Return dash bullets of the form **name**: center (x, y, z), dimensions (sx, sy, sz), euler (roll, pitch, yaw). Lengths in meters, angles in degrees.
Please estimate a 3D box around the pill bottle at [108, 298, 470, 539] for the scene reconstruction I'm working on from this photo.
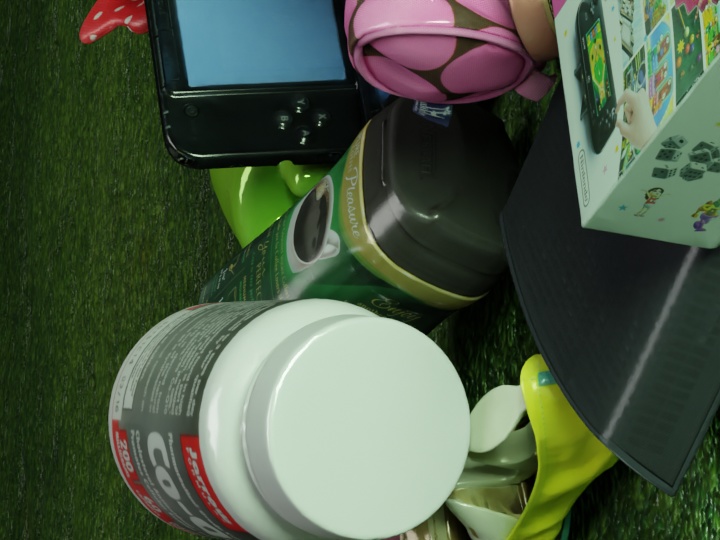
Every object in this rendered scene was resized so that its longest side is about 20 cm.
- **pill bottle**: center (-0.034, 0.070, 1.369), dimensions (0.200, 0.113, 0.115), euler (176, 97, -68)

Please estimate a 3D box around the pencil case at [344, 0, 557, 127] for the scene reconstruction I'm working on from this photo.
- **pencil case**: center (0.042, -0.171, 1.299), dimensions (0.091, 0.093, 0.201), euler (130, 145, -65)

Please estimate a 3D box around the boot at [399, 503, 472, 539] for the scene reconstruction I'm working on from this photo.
- **boot**: center (-0.012, 0.179, 1.438), dimensions (0.073, 0.154, 0.202), euler (-42, -49, -64)

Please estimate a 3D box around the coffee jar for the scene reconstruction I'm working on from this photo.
- **coffee jar**: center (0.000, 0.000, 1.504), dimensions (0.200, 0.085, 0.105), euler (-43, 34, 40)

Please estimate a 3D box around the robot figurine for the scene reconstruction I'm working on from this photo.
- **robot figurine**: center (-0.024, -0.056, 1.674), dimensions (0.200, 0.115, 0.177), euler (-122, 38, -68)

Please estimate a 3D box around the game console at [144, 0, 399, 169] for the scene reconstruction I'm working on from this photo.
- **game console**: center (-0.022, -0.167, 1.558), dimensions (0.117, 0.175, 0.201), euler (104, 160, -56)

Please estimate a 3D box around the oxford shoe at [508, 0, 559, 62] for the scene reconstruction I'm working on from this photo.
- **oxford shoe**: center (0.112, -0.171, 1.268), dimensions (0.071, 0.074, 0.201), euler (54, -145, -45)

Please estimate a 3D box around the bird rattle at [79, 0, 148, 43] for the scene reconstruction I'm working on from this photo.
- **bird rattle**: center (-0.062, -0.179, 1.702), dimensions (0.200, 0.162, 0.114), euler (7, -97, -67)

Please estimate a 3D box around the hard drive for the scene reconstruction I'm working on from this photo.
- **hard drive**: center (0.110, -0.016, 1.212), dimensions (0.200, 0.042, 0.136), euler (-110, 38, -58)

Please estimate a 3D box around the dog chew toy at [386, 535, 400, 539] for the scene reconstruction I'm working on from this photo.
- **dog chew toy**: center (0.005, 0.133, 1.518), dimensions (0.200, 0.124, 0.125), euler (121, 150, -48)

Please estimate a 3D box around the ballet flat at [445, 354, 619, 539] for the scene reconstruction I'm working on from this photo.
- **ballet flat**: center (0.072, 0.086, 1.340), dimensions (0.200, 0.067, 0.067), euler (116, 152, -60)

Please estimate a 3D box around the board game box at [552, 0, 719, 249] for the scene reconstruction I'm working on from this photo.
- **board game box**: center (0.137, -0.124, 1.056), dimensions (0.200, 0.064, 0.148), euler (125, 146, -49)
